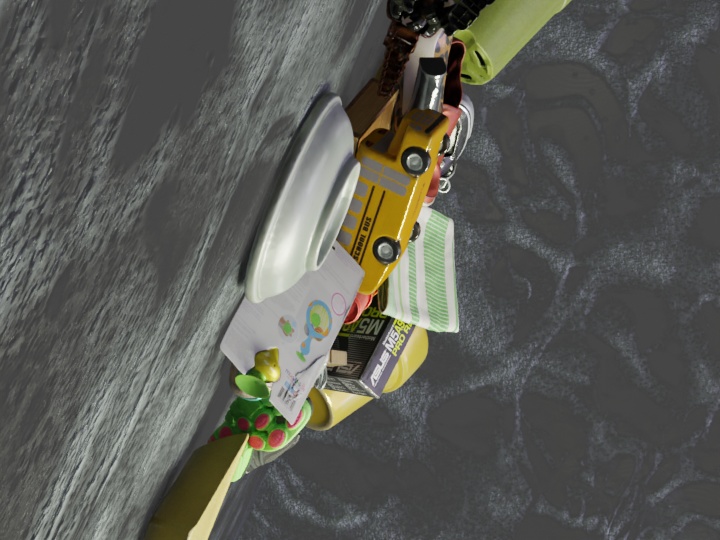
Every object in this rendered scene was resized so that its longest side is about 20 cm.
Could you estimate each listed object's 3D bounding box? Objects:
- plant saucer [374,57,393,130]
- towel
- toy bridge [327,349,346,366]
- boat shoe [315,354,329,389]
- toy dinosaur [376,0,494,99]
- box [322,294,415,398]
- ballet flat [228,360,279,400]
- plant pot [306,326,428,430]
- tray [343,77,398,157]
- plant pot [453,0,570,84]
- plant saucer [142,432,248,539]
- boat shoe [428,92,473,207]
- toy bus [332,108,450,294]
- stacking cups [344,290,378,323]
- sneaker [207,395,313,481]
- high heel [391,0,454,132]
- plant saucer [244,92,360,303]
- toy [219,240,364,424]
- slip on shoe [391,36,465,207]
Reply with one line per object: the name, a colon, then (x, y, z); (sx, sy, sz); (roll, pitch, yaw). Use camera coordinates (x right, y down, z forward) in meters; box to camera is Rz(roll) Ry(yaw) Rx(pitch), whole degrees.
plant saucer: (0.035, -0.194, 1.545); (0.200, 0.048, 0.201); (109, 5, -68)
towel: (0.068, -0.011, 1.491); (0.200, 0.023, 0.153); (23, 63, -62)
toy bridge: (-0.043, 0.007, 1.472); (0.067, 0.027, 0.201); (12, 77, -55)
boat shoe: (-0.078, 0.114, 1.456); (0.202, 0.064, 0.075); (134, -44, -54)
toy dinosaur: (0.069, -0.267, 1.280); (0.136, 0.102, 0.201); (180, -87, -74)
box: (-0.021, 0.069, 1.591); (0.199, 0.044, 0.161); (4, -122, 48)
ballet flat: (-0.082, 0.049, 1.344); (0.200, 0.068, 0.067); (-66, 155, -48)
plant pot: (-0.034, 0.122, 1.858); (0.189, 0.200, 0.201); (-45, 167, -33)
tray: (-0.012, -0.098, 1.382); (0.099, 0.037, 0.201); (-54, 165, -43)
plant pot: (0.158, -0.340, 1.594); (0.190, 0.200, 0.200); (-55, 175, -17)
plant saucer: (-0.192, 0.282, 1.331); (0.200, 0.048, 0.201); (-61, 174, -65)
boat shoe: (0.078, -0.127, 1.539); (0.068, 0.073, 0.200); (-84, -160, -44)
toy bus: (0.027, -0.074, 1.322); (0.065, 0.078, 0.201); (-45, 157, -55)
stacking cups: (0.000, 0.000, 1.449); (0.061, 0.060, 0.200); (-67, 174, 28)
sneaker: (-0.104, 0.169, 1.429); (0.084, 0.077, 0.200); (-25, 171, -37)
high heel: (0.061, -0.218, 1.402); (0.143, 0.071, 0.201); (100, -7, -47)
plant saucer: (-0.042, -0.057, 1.149); (0.200, 0.050, 0.201); (23, 90, -85)
toy: (-0.074, 0.039, 1.254); (0.047, 0.115, 0.200); (-16, -143, 37)
slip on shoe: (0.080, -0.171, 1.443); (0.074, 0.061, 0.201); (11, 86, -49)
